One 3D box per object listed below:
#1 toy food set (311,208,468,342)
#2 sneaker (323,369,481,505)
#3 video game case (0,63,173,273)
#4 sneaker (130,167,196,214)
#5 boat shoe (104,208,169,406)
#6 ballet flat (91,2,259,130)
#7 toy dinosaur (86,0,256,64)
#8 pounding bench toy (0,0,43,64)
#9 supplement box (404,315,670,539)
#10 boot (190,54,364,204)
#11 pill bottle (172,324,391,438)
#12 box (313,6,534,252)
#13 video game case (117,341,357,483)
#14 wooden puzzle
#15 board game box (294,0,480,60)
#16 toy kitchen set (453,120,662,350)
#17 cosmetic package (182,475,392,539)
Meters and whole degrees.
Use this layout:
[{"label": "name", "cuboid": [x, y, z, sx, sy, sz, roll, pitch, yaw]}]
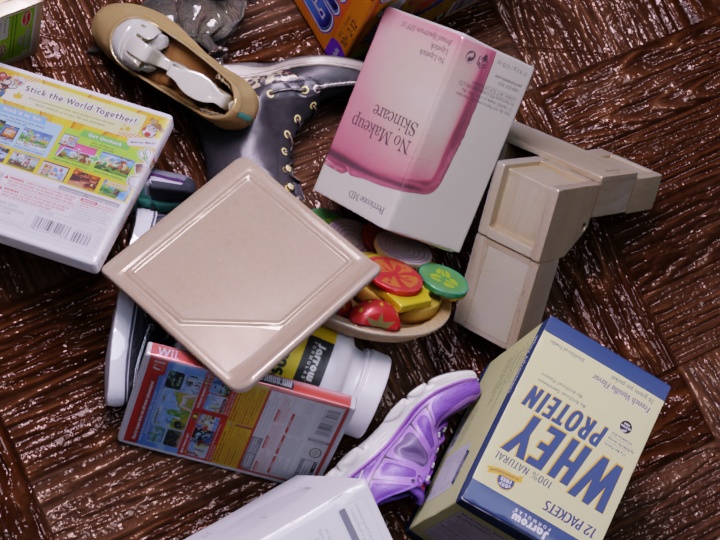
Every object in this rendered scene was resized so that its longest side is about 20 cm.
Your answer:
[{"label": "toy food set", "cuboid": [0.000, 0.000, 1.644, 0.197, 0.049, 0.200, -11, 41, -45]}, {"label": "sneaker", "cuboid": [0.049, 0.178, 1.633, 0.083, 0.081, 0.200, 43, 80, 12]}, {"label": "video game case", "cuboid": [-0.303, -0.101, 1.600, 0.199, 0.023, 0.183, 17, 59, 10]}, {"label": "sneaker", "cuboid": [-0.259, -0.109, 1.651, 0.198, 0.074, 0.088, 4, 68, -12]}, {"label": "boat shoe", "cuboid": [-0.203, 0.038, 1.624, 0.067, 0.072, 0.201, 12, 64, -9]}, {"label": "ballet flat", "cuboid": [-0.187, -0.206, 1.650, 0.199, 0.063, 0.069, 31, 100, 11]}, {"label": "toy dinosaur", "cuboid": [-0.179, -0.251, 1.721, 0.199, 0.077, 0.103, -12, 71, 16]}, {"label": "pounding bench toy", "cuboid": [-0.392, -0.291, 1.603, 0.124, 0.200, 0.157, -25, 81, -19]}, {"label": "supplement box", "cuboid": [0.164, 0.181, 1.598, 0.134, 0.200, 0.201, 30, 69, -4]}, {"label": "boot", "cuboid": [-0.074, -0.136, 1.703, 0.198, 0.073, 0.152, -4, 73, -11]}, {"label": "pill bottle", "cuboid": [-0.077, 0.085, 1.613, 0.199, 0.112, 0.113, 22, 69, -7]}, {"label": "box", "cuboid": [0.061, -0.139, 1.653, 0.109, 0.128, 0.201, 16, 99, -42]}, {"label": "video game case", "cuboid": [-0.117, 0.139, 1.574, 0.199, 0.143, 0.018, 15, 47, -9]}, {"label": "wooden puzzle", "cuboid": [-0.110, 0.003, 1.555, 0.200, 0.037, 0.185, 38, 63, 24]}, {"label": "board game box", "cuboid": [0.029, -0.366, 1.731, 0.199, 0.200, 0.201, -28, 82, -21]}, {"label": "toy kitchen set", "cuboid": [0.174, -0.044, 1.751, 0.163, 0.182, 0.199, 28, 24, 34]}, {"label": "cosmetic package", "cuboid": [-0.085, 0.282, 1.496, 0.199, 0.199, 0.124, -26, 93, -19]}]
